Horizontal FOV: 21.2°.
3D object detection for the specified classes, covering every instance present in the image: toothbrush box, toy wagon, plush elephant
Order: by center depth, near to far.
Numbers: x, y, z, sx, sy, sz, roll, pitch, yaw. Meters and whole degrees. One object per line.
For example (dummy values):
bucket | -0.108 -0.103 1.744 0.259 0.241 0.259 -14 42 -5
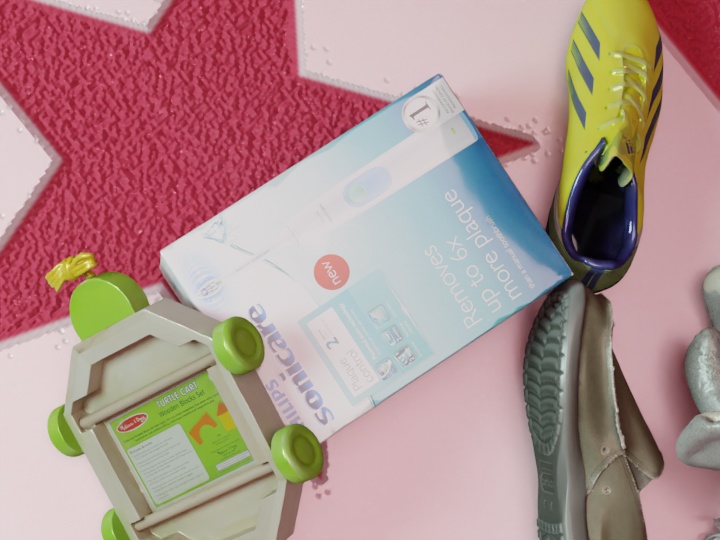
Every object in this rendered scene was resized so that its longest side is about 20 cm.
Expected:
toy wagon | -0.112 0.076 1.104 0.155 0.040 0.200 -27 91 34
plush elephant | 0.271 0.092 1.135 0.165 0.155 0.200 23 80 -4
toothbrush box | 0.000 0.000 1.151 0.200 0.085 0.146 -32 88 -8

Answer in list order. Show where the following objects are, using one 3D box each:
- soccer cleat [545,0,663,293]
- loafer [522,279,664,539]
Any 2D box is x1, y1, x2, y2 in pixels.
soccer cleat | 0.156 -0.084 1.180 0.065 0.084 0.200 10 82 -5
loafer | 0.143 0.103 1.162 0.070 0.075 0.200 -4 98 -13
